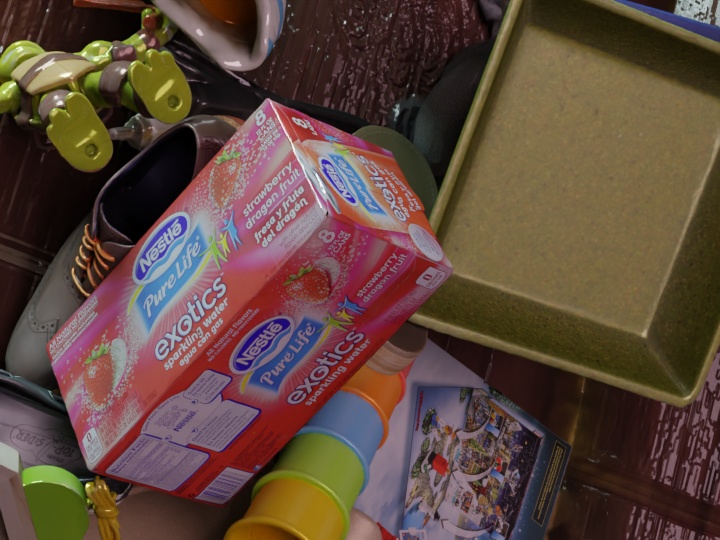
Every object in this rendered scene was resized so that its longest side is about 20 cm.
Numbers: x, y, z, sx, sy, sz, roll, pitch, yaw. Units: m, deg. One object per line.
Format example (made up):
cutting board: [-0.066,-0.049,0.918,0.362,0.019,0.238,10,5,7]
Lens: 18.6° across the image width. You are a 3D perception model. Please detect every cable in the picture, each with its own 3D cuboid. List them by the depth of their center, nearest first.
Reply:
cable: [-0.070,-0.089,1.315,0.199,0.050,0.097,10,41,-44]

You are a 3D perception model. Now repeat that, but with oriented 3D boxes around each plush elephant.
plush elephant: [0.124,-0.102,1.353,0.164,0.155,0.201,2,86,-29]

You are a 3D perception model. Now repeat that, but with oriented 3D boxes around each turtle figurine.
turtle figurine: [-0.171,-0.095,1.201,0.199,0.161,0.065,-18,114,-25]

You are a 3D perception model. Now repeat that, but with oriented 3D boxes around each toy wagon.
toy wagon: [-0.224,0.140,1.152,0.199,0.040,0.156,-12,118,-3]

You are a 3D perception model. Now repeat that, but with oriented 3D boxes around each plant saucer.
plant saucer: [0.131,-0.045,1.230,0.199,0.048,0.201,18,96,-23]

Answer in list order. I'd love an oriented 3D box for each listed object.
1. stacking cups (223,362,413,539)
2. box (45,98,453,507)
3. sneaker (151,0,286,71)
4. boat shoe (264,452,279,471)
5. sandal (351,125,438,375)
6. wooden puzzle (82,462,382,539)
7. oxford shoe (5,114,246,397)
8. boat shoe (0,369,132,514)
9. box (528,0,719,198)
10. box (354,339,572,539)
stacking cups: [-0.011,0.099,1.223,0.061,0.060,0.200,53,37,-16]
box: [-0.061,0.020,1.152,0.099,0.200,0.096,21,32,-43]
sneaker: [-0.100,-0.196,1.184,0.200,0.076,0.081,50,25,-33]
boat shoe: [-0.082,0.042,1.295,0.063,0.072,0.201,5,75,-72]
sandal: [-0.004,-0.003,1.262,0.077,0.070,0.212,36,29,-21]
wooden puzzle: [-0.114,0.179,1.228,0.199,0.037,0.186,27,72,10]
oxford shoe: [-0.139,-0.010,1.204,0.071,0.073,0.200,44,104,20]
boat shoe: [-0.213,0.084,1.182,0.198,0.066,0.075,23,74,-11]
box: [0.181,-0.087,1.283,0.199,0.032,0.122,11,99,-25]
box: [0.044,0.157,1.328,0.136,0.038,0.201,38,54,-23]
